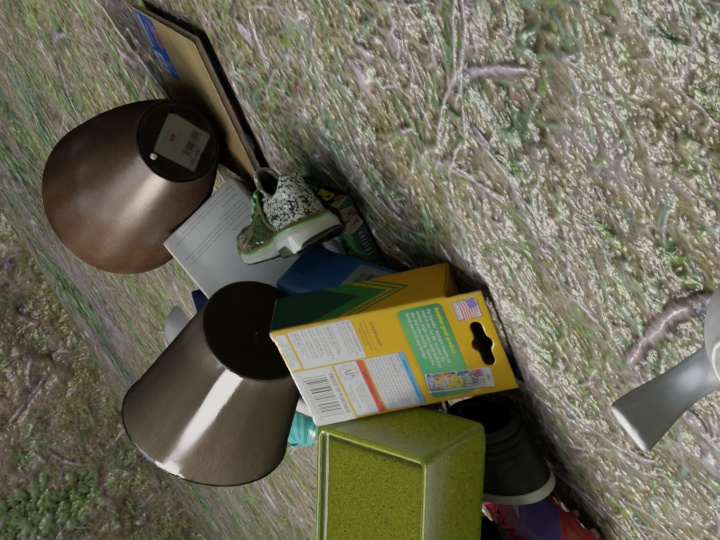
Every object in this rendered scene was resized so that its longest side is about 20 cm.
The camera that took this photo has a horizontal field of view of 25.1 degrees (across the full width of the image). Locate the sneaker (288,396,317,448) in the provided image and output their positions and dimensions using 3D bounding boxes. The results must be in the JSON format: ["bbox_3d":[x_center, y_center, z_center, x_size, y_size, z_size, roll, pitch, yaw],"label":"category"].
[{"bbox_3d":[-0.046,0.168,1.815,0.200,0.080,0.078,35,-149,-16],"label":"sneaker"}]

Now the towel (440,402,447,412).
[{"bbox_3d":[0.046,0.145,1.805,0.200,0.023,0.144,32,151,48],"label":"towel"}]

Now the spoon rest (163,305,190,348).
[{"bbox_3d":[-0.169,0.115,1.785,0.200,0.060,0.100,-120,12,-47],"label":"spoon rest"}]

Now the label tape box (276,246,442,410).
[{"bbox_3d":[0.013,0.082,1.609,0.143,0.066,0.200,16,142,36],"label":"label tape box"}]

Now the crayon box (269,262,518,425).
[{"bbox_3d":[0.033,0.067,1.478,0.052,0.199,0.126,-82,-25,-49],"label":"crayon box"}]

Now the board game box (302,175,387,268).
[{"bbox_3d":[0.000,0.000,1.634,0.105,0.023,0.200,23,146,56],"label":"board game box"}]

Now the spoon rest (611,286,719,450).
[{"bbox_3d":[0.238,0.062,1.041,0.099,0.061,0.200,52,150,1],"label":"spoon rest"}]

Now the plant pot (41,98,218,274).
[{"bbox_3d":[-0.232,-0.111,1.769,0.187,0.187,0.200,54,150,-4],"label":"plant pot"}]

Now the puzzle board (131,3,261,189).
[{"bbox_3d":[-0.168,-0.186,1.729,0.151,0.017,0.200,35,155,50],"label":"puzzle board"}]

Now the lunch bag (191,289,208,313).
[{"bbox_3d":[-0.096,0.088,1.876,0.200,0.132,0.136,65,178,-22],"label":"lunch bag"}]

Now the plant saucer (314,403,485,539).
[{"bbox_3d":[0.023,0.223,1.520,0.200,0.048,0.201,12,106,43],"label":"plant saucer"}]

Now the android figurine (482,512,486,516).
[{"bbox_3d":[0.083,0.238,1.752,0.200,0.041,0.182,48,174,-11],"label":"android figurine"}]

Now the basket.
[{"bbox_3d":[-0.131,0.109,1.612,0.180,0.136,0.200,15,143,-12],"label":"basket"}]

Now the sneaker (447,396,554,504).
[{"bbox_3d":[0.081,0.170,1.546,0.199,0.071,0.099,-5,118,28],"label":"sneaker"}]

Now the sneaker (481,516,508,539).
[{"bbox_3d":[0.104,0.269,1.576,0.200,0.071,0.099,36,152,60],"label":"sneaker"}]

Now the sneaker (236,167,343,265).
[{"bbox_3d":[-0.079,-0.061,1.598,0.200,0.077,0.089,-10,102,66],"label":"sneaker"}]

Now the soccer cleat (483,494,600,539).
[{"bbox_3d":[0.150,0.231,1.589,0.200,0.076,0.067,43,161,31],"label":"soccer cleat"}]

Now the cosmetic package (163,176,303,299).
[{"bbox_3d":[-0.104,0.009,1.747,0.200,0.113,0.081,51,-170,13],"label":"cosmetic package"}]
